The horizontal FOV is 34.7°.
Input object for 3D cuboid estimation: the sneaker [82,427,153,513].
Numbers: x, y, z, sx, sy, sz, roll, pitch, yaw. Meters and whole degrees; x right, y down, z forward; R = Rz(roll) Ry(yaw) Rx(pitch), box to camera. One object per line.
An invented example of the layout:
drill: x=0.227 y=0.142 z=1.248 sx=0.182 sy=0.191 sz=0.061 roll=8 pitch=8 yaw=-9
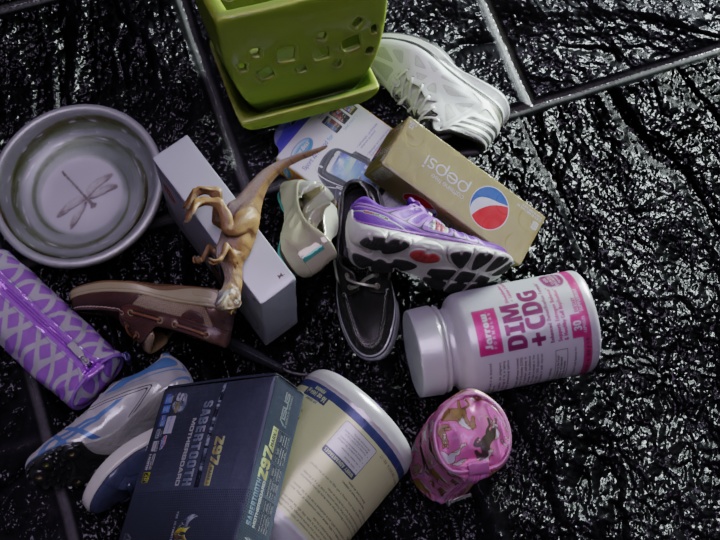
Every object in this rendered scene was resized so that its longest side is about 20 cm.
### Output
sneaker: x=-0.192 y=0.205 z=1.203 sx=0.199 sy=0.075 sz=0.085 roll=-34 pitch=71 yaw=-15

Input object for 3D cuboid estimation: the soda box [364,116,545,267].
soda box: x=0.106 y=-0.085 z=1.305 sx=0.199 sy=0.064 sz=0.068 roll=35 pitch=74 yaw=-12

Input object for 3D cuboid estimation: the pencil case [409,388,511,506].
pencil case: x=0.098 y=0.181 z=1.167 sx=0.083 sy=0.200 sz=0.086 roll=-43 pitch=79 yaw=-16

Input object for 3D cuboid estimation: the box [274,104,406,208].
box: x=-0.006 y=-0.124 z=1.360 sx=0.199 sy=0.042 sz=0.119 roll=36 pitch=71 yaw=12

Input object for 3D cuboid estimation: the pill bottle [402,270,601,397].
pill bottle: x=0.151 y=0.073 z=1.257 sx=0.197 sy=0.114 sz=0.115 roll=-11 pitch=70 yaw=-8

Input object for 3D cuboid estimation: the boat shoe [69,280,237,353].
boat shoe: x=-0.228 y=0.053 z=1.247 sx=0.197 sy=0.072 sz=0.073 roll=4 pitch=81 yaw=14

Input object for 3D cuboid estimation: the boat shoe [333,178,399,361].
boat shoe: x=0.000 y=0.000 z=1.280 sx=0.069 sy=0.064 sz=0.204 roll=-7 pitch=85 yaw=8

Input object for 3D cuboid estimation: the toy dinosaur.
toy dinosaur: x=-0.122 y=-0.055 z=1.165 sx=0.105 sy=0.060 sz=0.203 roll=25 pitch=75 yaw=-19

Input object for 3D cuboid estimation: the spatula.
spatula: x=-0.068 y=0.108 z=1.267 sx=0.197 sy=0.057 sz=0.021 roll=18 pitch=86 yaw=9

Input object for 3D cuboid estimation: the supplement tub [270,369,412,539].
supplement tub: x=-0.058 y=0.218 z=1.171 sx=0.145 sy=0.145 sz=0.200 roll=40 pitch=71 yaw=11

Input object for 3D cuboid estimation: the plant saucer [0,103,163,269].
plant saucer: x=-0.318 y=-0.090 z=1.313 sx=0.196 sy=0.050 sz=0.203 roll=0 pitch=69 yaw=0

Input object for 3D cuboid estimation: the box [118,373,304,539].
box: x=-0.145 y=0.203 z=1.095 sx=0.156 sy=0.051 sz=0.203 roll=-9 pitch=56 yaw=36

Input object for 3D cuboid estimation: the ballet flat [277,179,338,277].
ballet flat: x=-0.052 y=-0.059 z=1.265 sx=0.068 sy=0.070 sz=0.201 roll=-1 pitch=30 yaw=-4

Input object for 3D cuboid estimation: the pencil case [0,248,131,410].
pencil case: x=-0.346 y=0.063 z=1.240 sx=0.199 sy=0.086 sz=0.084 roll=38 pitch=75 yaw=11

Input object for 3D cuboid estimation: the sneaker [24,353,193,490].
sneaker: x=-0.267 y=0.162 z=1.226 sx=0.198 sy=0.072 sz=0.073 roll=-32 pitch=42 yaw=-9

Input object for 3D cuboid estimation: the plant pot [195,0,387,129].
plant pot: x=-0.084 y=-0.285 z=1.316 sx=0.197 sy=0.183 sz=0.200 roll=-15 pitch=47 yaw=-10

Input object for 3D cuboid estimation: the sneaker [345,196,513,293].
sneaker: x=0.078 y=-0.037 z=1.243 sx=0.197 sy=0.081 sz=0.085 roll=16 pitch=52 yaw=-23

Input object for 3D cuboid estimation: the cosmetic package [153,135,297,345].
cosmetic package: x=-0.144 y=-0.029 z=1.254 sx=0.051 sy=0.151 sz=0.201 roll=-34 pitch=75 yaw=-15

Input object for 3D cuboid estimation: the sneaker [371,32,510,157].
sneaker: x=0.074 y=-0.202 z=1.356 sx=0.198 sy=0.076 sz=0.116 roll=28 pitch=45 yaw=4
